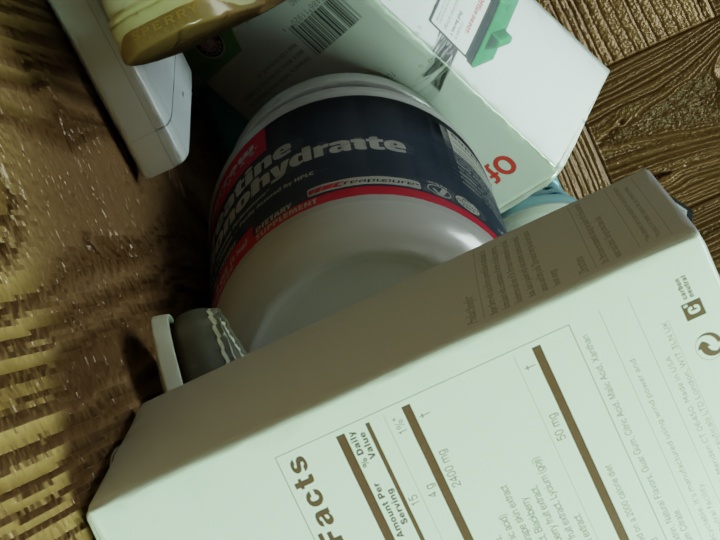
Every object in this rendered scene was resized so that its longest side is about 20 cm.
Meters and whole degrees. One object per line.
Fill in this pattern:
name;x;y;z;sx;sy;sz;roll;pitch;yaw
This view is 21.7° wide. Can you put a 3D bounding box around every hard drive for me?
hard drive;-0.131;-0.153;0.847;0.132;0.027;0.201;-99;164;-65

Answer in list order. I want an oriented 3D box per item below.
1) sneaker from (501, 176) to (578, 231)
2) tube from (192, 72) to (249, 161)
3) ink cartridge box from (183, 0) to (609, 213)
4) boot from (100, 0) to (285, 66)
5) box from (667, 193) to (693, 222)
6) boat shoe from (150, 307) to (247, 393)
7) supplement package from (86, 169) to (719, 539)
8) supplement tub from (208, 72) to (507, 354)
sneaker;0.085;-0.035;1.054;0.200;0.073;0.082;141;-58;-81
tube;-0.059;-0.069;1.080;0.077;0.050;0.201;-52;124;-72
ink cartridge box;0.009;-0.115;0.989;0.200;0.146;0.084;41;55;-13
boot;-0.094;-0.170;0.795;0.156;0.072;0.200;64;10;-8
box;0.129;0.041;1.000;0.035;0.110;0.200;34;28;-8
boat shoe;-0.018;0.096;0.726;0.072;0.060;0.202;-96;162;-70
supplement package;0.033;0.070;0.606;0.121;0.199;0.120;-81;146;-78
supplement tub;0.000;0.000;0.859;0.200;0.140;0.141;-101;165;-65
